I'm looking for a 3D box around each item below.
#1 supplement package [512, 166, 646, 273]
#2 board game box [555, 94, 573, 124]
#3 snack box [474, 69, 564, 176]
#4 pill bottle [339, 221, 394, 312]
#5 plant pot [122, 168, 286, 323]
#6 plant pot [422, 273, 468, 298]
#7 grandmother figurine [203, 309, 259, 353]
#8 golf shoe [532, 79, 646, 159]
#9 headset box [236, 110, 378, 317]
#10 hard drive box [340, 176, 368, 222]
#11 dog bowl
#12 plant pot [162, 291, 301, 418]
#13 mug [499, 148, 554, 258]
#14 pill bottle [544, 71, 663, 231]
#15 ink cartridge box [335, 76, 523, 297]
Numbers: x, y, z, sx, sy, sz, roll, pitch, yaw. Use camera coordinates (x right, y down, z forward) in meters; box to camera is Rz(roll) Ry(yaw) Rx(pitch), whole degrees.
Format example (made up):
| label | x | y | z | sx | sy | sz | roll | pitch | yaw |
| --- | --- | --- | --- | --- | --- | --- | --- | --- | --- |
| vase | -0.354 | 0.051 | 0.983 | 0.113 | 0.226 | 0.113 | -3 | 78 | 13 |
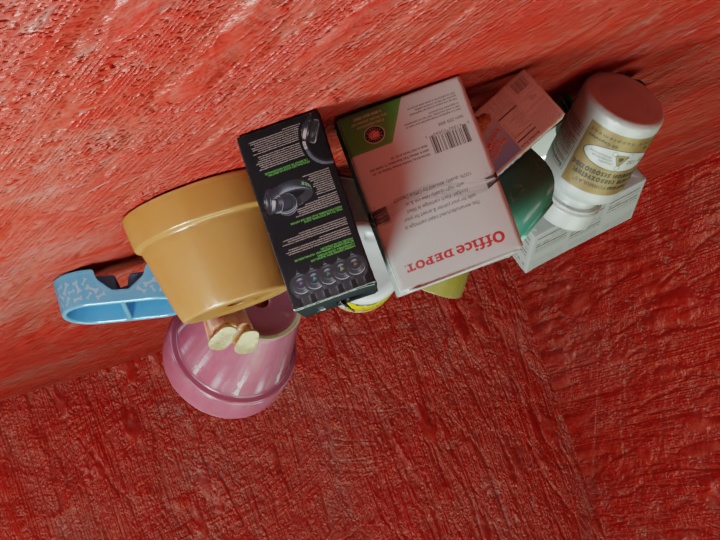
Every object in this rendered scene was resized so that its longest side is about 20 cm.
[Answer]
| label | x | y | z | sx | sy | sz | roll | pitch | yaw |
| --- | --- | --- | --- | --- | --- | --- | --- | --- | --- |
| supplement package | 0.293 | -0.122 | 1.764 | 0.199 | 0.156 | 0.111 | -26 | 155 | -14 |
| board game box | 0.179 | -0.167 | 1.611 | 0.199 | 0.026 | 0.200 | -24 | -172 | 42 |
| snack box | 0.137 | -0.137 | 1.348 | 0.200 | 0.072 | 0.024 | -42 | 175 | -4 |
| pill bottle | 0.000 | 0.000 | 1.623 | 0.108 | 0.110 | 0.200 | -19 | 175 | -4 |
| plant pot | -0.170 | -0.023 | 1.412 | 0.198 | 0.141 | 0.200 | -19 | 174 | -2 |
| plant pot | 0.098 | -0.068 | 1.818 | 0.143 | 0.199 | 0.200 | -64 | 162 | 13 |
| grandmother figurine | -0.198 | 0.017 | 1.541 | 0.121 | 0.201 | 0.061 | 23 | 122 | -44 |
| golf shoe | 0.310 | -0.210 | 1.659 | 0.199 | 0.078 | 0.088 | -31 | 171 | 22 |
| headset box | -0.051 | -0.047 | 1.262 | 0.092 | 0.202 | 0.174 | -19 | 175 | 0 |
| hard drive box | -0.087 | -0.068 | 1.618 | 0.155 | 0.077 | 0.200 | -21 | 175 | 16 |
| dog bowl | -0.330 | 0.035 | 1.658 | 0.198 | 0.050 | 0.112 | -6 | 161 | -5 |
| plant pot | -0.172 | 0.087 | 1.705 | 0.199 | 0.201 | 0.179 | -16 | 157 | -32 |
| mug | 0.154 | -0.072 | 1.435 | 0.185 | 0.114 | 0.152 | -53 | 176 | 19 |
| pill bottle | 0.310 | -0.153 | 1.571 | 0.114 | 0.115 | 0.201 | -16 | 145 | -35 |
| ink cartridge box | 0.073 | -0.088 | 1.286 | 0.145 | 0.202 | 0.084 | -19 | 175 | -4 |
